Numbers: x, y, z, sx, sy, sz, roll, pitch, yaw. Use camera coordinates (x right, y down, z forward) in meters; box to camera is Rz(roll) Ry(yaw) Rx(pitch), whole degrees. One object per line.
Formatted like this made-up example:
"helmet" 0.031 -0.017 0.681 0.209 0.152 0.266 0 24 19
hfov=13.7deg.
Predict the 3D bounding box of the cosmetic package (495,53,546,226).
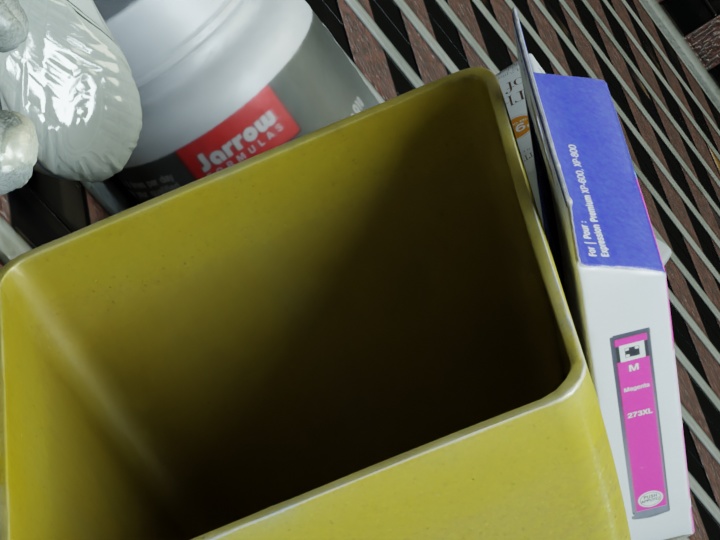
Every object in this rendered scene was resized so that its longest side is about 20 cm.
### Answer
"cosmetic package" 0.000 0.000 1.176 0.051 0.199 0.083 51 15 -31

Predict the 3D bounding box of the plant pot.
"plant pot" -0.002 0.082 1.048 0.200 0.199 0.177 -102 169 -56

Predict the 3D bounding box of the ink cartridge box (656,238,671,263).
"ink cartridge box" 0.070 0.034 1.304 0.067 0.116 0.200 33 13 6

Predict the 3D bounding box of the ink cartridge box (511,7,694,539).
"ink cartridge box" 0.087 0.005 1.072 0.201 0.037 0.095 74 3 -49

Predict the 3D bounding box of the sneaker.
"sneaker" -0.150 -0.122 1.170 0.072 0.072 0.201 16 -44 52

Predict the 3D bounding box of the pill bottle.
"pill bottle" -0.046 -0.053 1.318 0.200 0.114 0.114 53 14 -22

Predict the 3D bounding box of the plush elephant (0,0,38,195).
"plush elephant" -0.133 -0.129 0.998 0.165 0.154 0.201 3 64 -67
